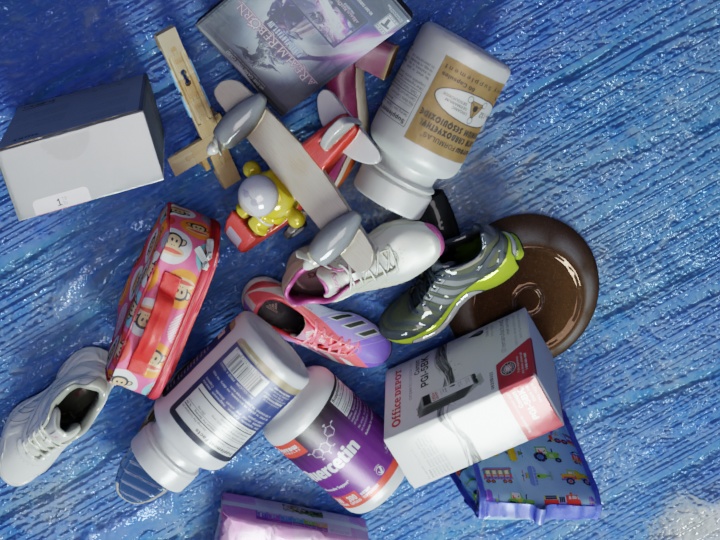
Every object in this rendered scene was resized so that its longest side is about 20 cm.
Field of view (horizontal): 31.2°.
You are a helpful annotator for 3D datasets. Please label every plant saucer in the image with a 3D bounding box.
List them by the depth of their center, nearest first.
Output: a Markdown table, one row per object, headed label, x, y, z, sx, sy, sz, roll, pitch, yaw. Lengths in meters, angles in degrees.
| label | x | y | z | sx | sy | sz | roll | pitch | yaw |
| --- | --- | --- | --- | --- | --- | --- | --- | --- | --- |
| plant saucer | 0.202 | 0.032 | 1.579 | 0.197 | 0.037 | 0.203 | -2 | 109 | -7 |

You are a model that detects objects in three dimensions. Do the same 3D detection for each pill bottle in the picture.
| label | x | y | z | sx | sy | sz | roll | pitch | yaw |
| --- | --- | --- | --- | --- | --- | --- | --- | --- | --- |
| pill bottle | 0.075 | -0.166 | 1.452 | 0.113 | 0.115 | 0.202 | 25 | 104 | -15 |
| pill bottle | -0.162 | 0.152 | 1.452 | 0.200 | 0.111 | 0.111 | -44 | 109 | 7 |
| pill bottle | -0.040 | 0.194 | 1.557 | 0.112 | 0.113 | 0.200 | -45 | 109 | 8 |

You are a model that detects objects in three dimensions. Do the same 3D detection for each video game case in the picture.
| label | x | y | z | sx | sy | sz | roll | pitch | yaw |
| --- | --- | --- | --- | --- | --- | --- | --- | --- | --- |
| video game case | -0.062 | -0.270 | 1.386 | 0.199 | 0.019 | 0.143 | -32 | 115 | 30 |

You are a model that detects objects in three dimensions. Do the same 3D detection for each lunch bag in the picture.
| label | x | y | z | sx | sy | sz | roll | pitch | yaw |
| --- | --- | --- | --- | --- | --- | --- | --- | --- | --- |
| lunch bag | -0.223 | 0.035 | 1.443 | 0.081 | 0.176 | 0.202 | 21 | 105 | -12 |
| lunch bag | 0.198 | 0.246 | 1.563 | 0.148 | 0.200 | 0.095 | 4 | 108 | -9 |

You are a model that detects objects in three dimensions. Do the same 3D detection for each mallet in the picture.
| label | x | y | z | sx | sy | sz | roll | pitch | yaw |
| --- | --- | --- | --- | --- | --- | --- | --- | --- | --- |
| mallet | 0.025 | -0.023 | 1.537 | 0.198 | 0.041 | 0.066 | -30 | 107 | 7 |

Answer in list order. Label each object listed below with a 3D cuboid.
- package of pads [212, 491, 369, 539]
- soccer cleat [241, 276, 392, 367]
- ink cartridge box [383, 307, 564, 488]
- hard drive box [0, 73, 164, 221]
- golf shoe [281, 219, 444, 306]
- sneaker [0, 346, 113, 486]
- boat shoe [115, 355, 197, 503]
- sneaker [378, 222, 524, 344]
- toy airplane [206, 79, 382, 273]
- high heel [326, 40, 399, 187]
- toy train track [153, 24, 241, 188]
| label | x | y | z | sx | sy | sz | roll | pitch | yaw |
| --- | --- | --- | --- | --- | --- | --- | --- | --- | --- |
| package of pads | -0.096 | 0.361 | 1.626 | 0.197 | 0.076 | 0.122 | 13 | 109 | -12 |
| soccer cleat | -0.050 | 0.072 | 1.535 | 0.198 | 0.073 | 0.069 | 26 | 103 | -15 |
| ink cartridge box | 0.129 | 0.150 | 1.525 | 0.198 | 0.147 | 0.083 | -26 | 116 | 15 |
| hard drive box | -0.291 | -0.136 | 1.363 | 0.154 | 0.200 | 0.078 | -16 | 110 | -2 |
| golf shoe | 0.000 | 0.000 | 1.466 | 0.198 | 0.092 | 0.076 | -17 | 106 | 19 |
| sneaker | -0.364 | 0.181 | 1.512 | 0.078 | 0.100 | 0.201 | 36 | 100 | -18 |
| boat shoe | -0.226 | 0.190 | 1.550 | 0.072 | 0.072 | 0.201 | 34 | 98 | -18 |
| sneaker | 0.093 | 0.009 | 1.516 | 0.199 | 0.074 | 0.081 | -40 | 137 | 14 |
| toy airplane | -0.075 | -0.100 | 1.400 | 0.198 | 0.141 | 0.202 | 11 | 113 | 29 |
| high heel | -0.032 | -0.187 | 1.469 | 0.095 | 0.067 | 0.202 | 25 | 105 | 7 |
| toy train track | -0.185 | -0.183 | 1.441 | 0.114 | 0.032 | 0.202 | -32 | 126 | -15 |
